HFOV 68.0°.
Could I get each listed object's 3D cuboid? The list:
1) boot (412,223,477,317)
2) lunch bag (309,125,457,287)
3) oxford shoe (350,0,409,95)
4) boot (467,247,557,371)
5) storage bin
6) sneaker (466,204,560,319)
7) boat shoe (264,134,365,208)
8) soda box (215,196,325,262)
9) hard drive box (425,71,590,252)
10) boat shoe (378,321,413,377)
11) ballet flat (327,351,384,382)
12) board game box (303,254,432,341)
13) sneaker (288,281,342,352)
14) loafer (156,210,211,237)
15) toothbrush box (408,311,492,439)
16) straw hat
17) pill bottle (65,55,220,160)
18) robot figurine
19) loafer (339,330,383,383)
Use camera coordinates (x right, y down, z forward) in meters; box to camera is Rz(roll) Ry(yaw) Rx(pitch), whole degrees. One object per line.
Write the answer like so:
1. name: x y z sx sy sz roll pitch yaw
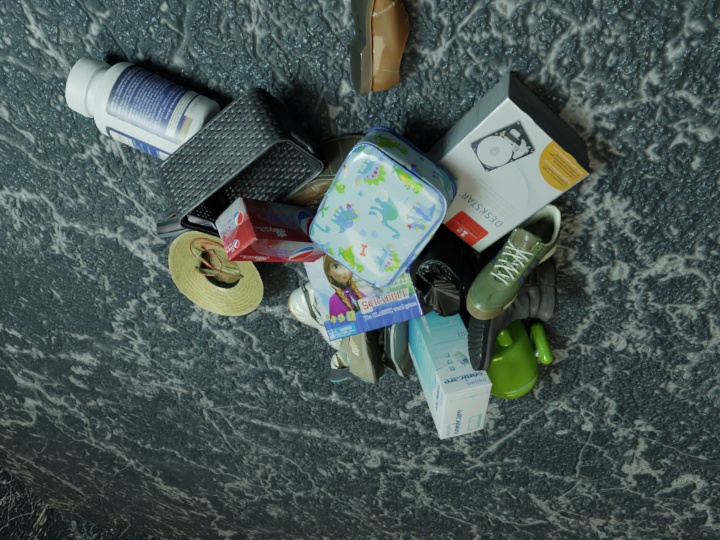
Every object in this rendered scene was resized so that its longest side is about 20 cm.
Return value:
1. boot: 0.138 0.013 0.848 0.075 0.170 0.202 -9 131 20
2. lunch bag: 0.030 -0.081 0.747 0.160 0.083 0.201 34 130 0
3. oxford shoe: 0.027 -0.317 0.647 0.070 0.072 0.202 -10 136 -12
4. boot: 0.248 0.068 0.849 0.130 0.203 0.070 11 179 -8
5. storage bin: -0.170 -0.146 0.766 0.199 0.095 0.135 -35 162 15
6. sneaker: 0.225 -0.023 0.775 0.067 0.200 0.090 37 154 28
7. boat shoe: -0.051 -0.149 0.833 0.197 0.073 0.068 -15 155 23
8. soda box: -0.121 -0.056 0.814 0.063 0.071 0.199 -32 163 28
9. hard drive box: 0.187 -0.142 0.747 0.155 0.077 0.200 34 134 -16
10. boat shoe: 0.064 0.150 1.064 0.060 0.076 0.201 21 147 25
11. ballet flat: -0.019 0.201 1.156 0.073 0.074 0.199 39 153 -21
12. board game box: 0.000 0.000 0.895 0.198 0.041 0.202 -20 89 34
13. sneaker: -0.045 0.094 1.058 0.199 0.076 0.088 34 127 -22
14. loafer: -0.285 -0.106 0.955 0.197 0.072 0.064 -10 102 21
15. toothbrush box: 0.151 0.169 0.949 0.084 0.202 0.148 -11 135 -6
16. straw hat: -0.259 -0.016 1.011 0.198 0.086 0.203 7 131 8
17. pill bottle: -0.319 -0.236 0.793 0.198 0.112 0.112 23 136 -5
18. robot figurine: 0.262 0.158 0.990 0.173 0.117 0.201 -19 127 18
19. loafer: -0.007 0.126 1.013 0.067 0.076 0.203 -3 112 19
